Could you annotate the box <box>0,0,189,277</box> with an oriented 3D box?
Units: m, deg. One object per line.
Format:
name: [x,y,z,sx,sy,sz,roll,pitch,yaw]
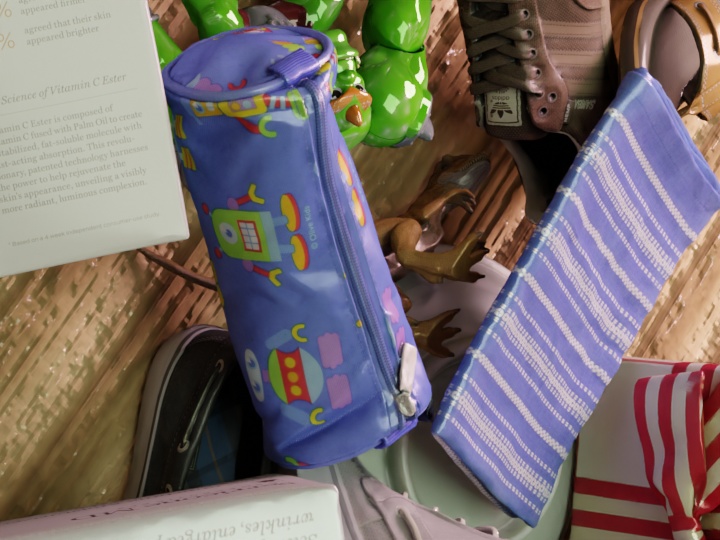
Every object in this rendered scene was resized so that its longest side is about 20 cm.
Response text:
box: [-0.156,-0.102,1.210,0.124,0.097,0.201,-12,98,-12]

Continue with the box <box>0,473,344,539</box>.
box: [-0.100,0.199,1.207,0.198,0.131,0.201,-9,91,-14]

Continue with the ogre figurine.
ogre figurine: [-0.037,-0.105,1.332,0.199,0.098,0.121,-9,77,-52]

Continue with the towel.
towel: [0.106,0.015,1.359,0.201,0.024,0.145,-60,152,-11]

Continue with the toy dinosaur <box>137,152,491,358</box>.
toy dinosaur: [0.000,0.000,1.372,0.199,0.106,0.061,-23,125,-40]

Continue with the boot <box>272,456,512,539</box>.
boot: [0.023,0.134,1.295,0.095,0.200,0.074,-6,129,-15]

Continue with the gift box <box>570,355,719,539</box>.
gift box: [0.220,0.123,1.440,0.186,0.199,0.186,4,85,-49]

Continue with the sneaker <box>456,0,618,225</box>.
sneaker: [0.085,-0.105,1.401,0.076,0.070,0.200,-63,142,-33]

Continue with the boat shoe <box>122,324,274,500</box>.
boat shoe: [-0.071,0.125,1.316,0.070,0.066,0.201,17,79,-36]

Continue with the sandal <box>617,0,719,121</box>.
sandal: [0.171,-0.108,1.466,0.200,0.054,0.082,-53,142,-54]

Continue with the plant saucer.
plant saucer: [0.047,0.087,1.417,0.199,0.050,0.202,1,89,-38]

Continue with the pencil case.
pencil case: [-0.025,-0.008,1.253,0.078,0.086,0.201,-36,119,-41]
